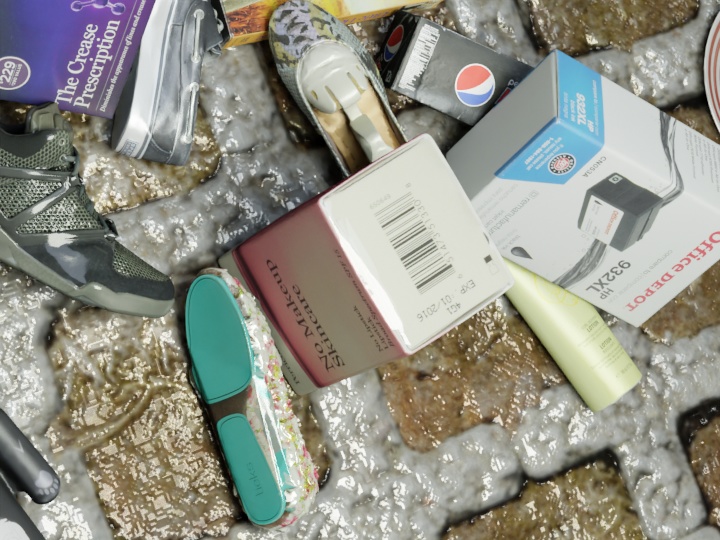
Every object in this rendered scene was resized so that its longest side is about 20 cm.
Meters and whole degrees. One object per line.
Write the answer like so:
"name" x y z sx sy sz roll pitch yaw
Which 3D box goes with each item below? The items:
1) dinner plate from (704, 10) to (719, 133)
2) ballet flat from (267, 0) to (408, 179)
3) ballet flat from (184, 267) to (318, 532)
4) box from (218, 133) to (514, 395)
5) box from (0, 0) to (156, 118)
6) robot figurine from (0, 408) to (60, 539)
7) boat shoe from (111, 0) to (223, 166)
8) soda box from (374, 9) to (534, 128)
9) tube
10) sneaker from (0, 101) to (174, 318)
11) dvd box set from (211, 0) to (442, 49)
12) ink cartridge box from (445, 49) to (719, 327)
"dinner plate" 0.383 -0.160 1.837 0.198 0.024 0.202 7 74 -24
"ballet flat" -0.003 -0.120 1.596 0.072 0.072 0.201 -37 104 -28
"ballet flat" -0.080 0.095 1.539 0.064 0.075 0.202 -12 87 -58
"box" 0.000 0.000 1.514 0.109 0.200 0.129 -32 93 -28
"box" -0.215 -0.217 1.460 0.140 0.201 0.079 10 38 -21
"robot figurine" -0.288 0.176 1.381 0.201 0.124 0.150 54 45 -5
"boat shoe" -0.136 -0.178 1.563 0.067 0.072 0.202 14 75 -20
"soda box" 0.111 -0.140 1.666 0.199 0.071 0.064 23 95 -20
"tube" 0.150 0.020 1.669 0.052 0.058 0.201 -36 90 8
"sneaker" -0.206 -0.046 1.481 0.198 0.076 0.115 30 96 -13
"dvd box set" -0.040 -0.265 1.653 0.198 0.029 0.148 -13 84 -27
"ink cartridge box" 0.185 -0.060 1.619 0.199 0.145 0.084 27 41 -24
